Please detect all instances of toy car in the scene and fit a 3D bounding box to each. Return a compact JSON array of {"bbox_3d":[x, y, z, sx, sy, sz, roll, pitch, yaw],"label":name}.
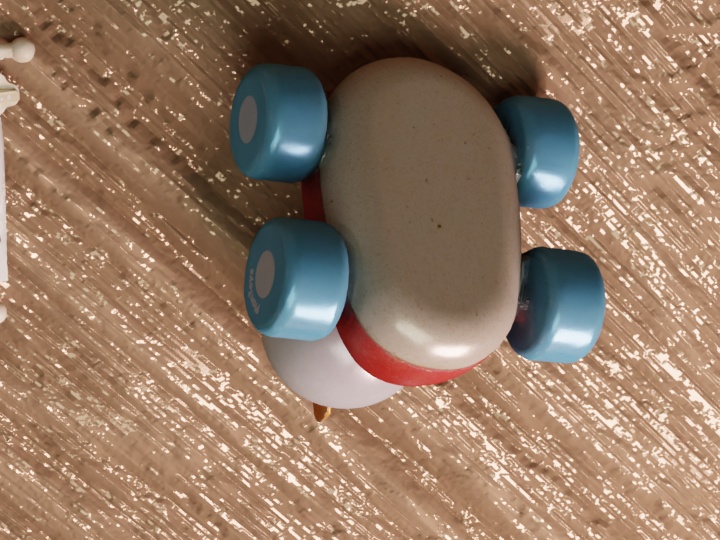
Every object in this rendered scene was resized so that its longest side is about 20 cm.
[{"bbox_3d":[0.000,0.000,1.309,0.184,0.177,0.200,5,153,-26],"label":"toy car"}]

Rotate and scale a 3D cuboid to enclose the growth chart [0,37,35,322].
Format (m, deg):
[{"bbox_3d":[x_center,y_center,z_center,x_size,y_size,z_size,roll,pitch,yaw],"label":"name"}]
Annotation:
[{"bbox_3d":[-0.255,-0.042,1.309,0.145,0.018,0.200,4,124,-8],"label":"growth chart"}]
